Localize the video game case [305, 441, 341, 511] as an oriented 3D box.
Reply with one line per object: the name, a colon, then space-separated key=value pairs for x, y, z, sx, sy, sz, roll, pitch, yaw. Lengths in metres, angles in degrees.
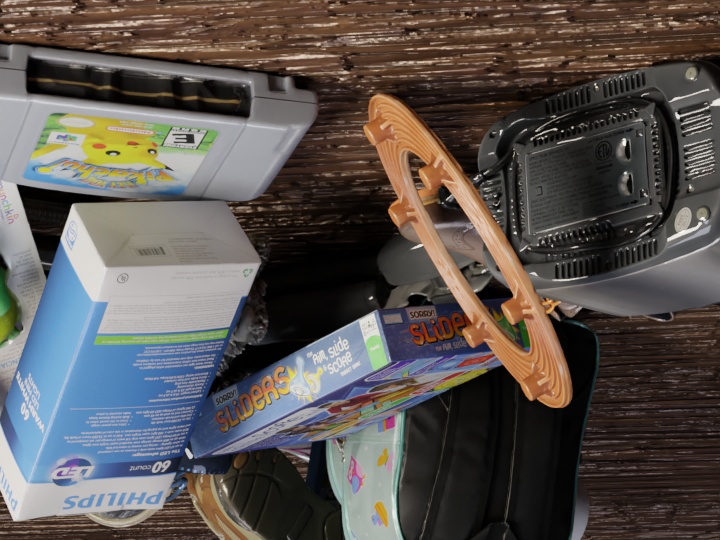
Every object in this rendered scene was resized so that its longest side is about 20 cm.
video game case: x=0.058 y=0.130 z=1.807 sx=0.199 sy=0.144 sz=0.018 roll=9 pitch=-179 yaw=-25

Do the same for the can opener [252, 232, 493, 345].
can opener: x=0.000 y=0.000 z=1.590 sx=0.199 sy=0.054 sz=0.067 roll=-10 pitch=129 yaw=29

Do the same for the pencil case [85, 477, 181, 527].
pencil case: x=-0.176 y=0.141 z=1.836 sx=0.089 sy=0.078 sz=0.200 roll=-13 pitch=-177 yaw=0

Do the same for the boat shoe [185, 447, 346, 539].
boat shoe: x=-0.051 y=0.194 z=1.735 sx=0.074 sy=0.076 sz=0.200 roll=-5 pitch=128 yaw=49

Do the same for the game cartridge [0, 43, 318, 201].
game cartridge: x=-0.135 y=-0.079 z=1.365 sx=0.199 sy=0.041 sz=0.133 roll=5 pitch=164 yaw=-14

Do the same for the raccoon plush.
raccoon plush: x=-0.084 y=0.032 z=1.567 sx=0.133 sy=0.097 sz=0.200 roll=-17 pitch=167 yaw=25

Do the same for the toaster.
toaster: x=0.157 y=-0.037 z=1.364 sx=0.199 sy=0.114 sz=0.129 roll=-16 pitch=157 yaw=36

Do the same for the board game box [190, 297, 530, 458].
board game box: x=0.000 y=0.068 z=1.538 sx=0.135 sy=0.035 sz=0.200 roll=-4 pitch=163 yaw=-44

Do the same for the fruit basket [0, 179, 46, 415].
fruit basket: x=-0.269 y=0.048 z=1.461 sx=0.184 sy=0.094 sz=0.201 roll=-19 pitch=132 yaw=-6

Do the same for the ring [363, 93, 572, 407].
ring: x=0.055 y=-0.007 z=1.351 sx=0.019 sy=0.201 sz=0.201 roll=-30 pitch=163 yaw=-8

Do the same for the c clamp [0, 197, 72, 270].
c clamp: x=-0.213 y=-0.029 z=1.518 sx=0.199 sy=0.027 sz=0.171 roll=10 pitch=158 yaw=-26

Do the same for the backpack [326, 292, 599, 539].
backpack: x=0.064 y=0.127 z=1.700 sx=0.175 sy=0.201 sz=0.153 roll=13 pitch=161 yaw=-35

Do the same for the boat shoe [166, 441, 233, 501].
boat shoe: x=-0.155 y=0.126 z=1.679 sx=0.084 sy=0.069 sz=0.199 roll=12 pitch=177 yaw=-37

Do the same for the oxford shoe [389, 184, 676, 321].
oxford shoe: x=0.112 y=-0.011 z=1.495 sx=0.199 sy=0.073 sz=0.071 roll=7 pitch=161 yaw=-19

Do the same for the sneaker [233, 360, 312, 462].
sneaker: x=-0.042 y=0.106 z=1.807 sx=0.198 sy=0.081 sz=0.086 roll=0 pitch=171 yaw=-4

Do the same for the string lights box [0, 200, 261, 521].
string lights box: x=-0.141 y=0.055 z=1.435 sx=0.102 sy=0.059 sz=0.201 roll=-1 pitch=132 yaw=-33

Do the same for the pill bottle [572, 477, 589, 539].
pill bottle: x=0.094 y=0.180 z=1.989 sx=0.112 sy=0.113 sz=0.199 roll=-16 pitch=155 yaw=39

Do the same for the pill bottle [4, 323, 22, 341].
pill bottle: x=-0.318 y=0.037 z=1.552 sx=0.198 sy=0.114 sz=0.113 roll=7 pitch=161 yaw=-3
